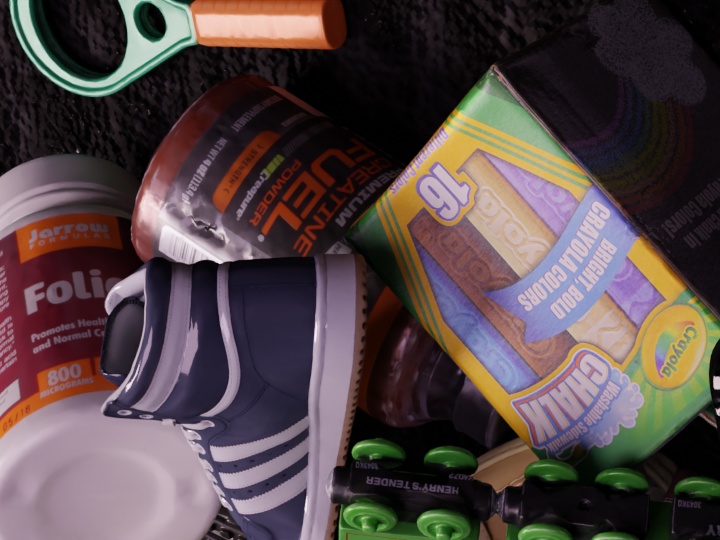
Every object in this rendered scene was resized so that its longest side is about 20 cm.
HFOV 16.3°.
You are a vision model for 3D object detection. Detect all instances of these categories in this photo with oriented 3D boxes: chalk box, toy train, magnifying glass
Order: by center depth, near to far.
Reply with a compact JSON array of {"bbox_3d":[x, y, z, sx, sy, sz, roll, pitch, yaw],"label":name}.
[{"bbox_3d":[0.084,0.104,1.015,0.199,0.042,0.057,7,148,3],"label":"toy train"},{"bbox_3d":[0.119,0.004,1.045,0.200,0.124,0.124,50,133,6],"label":"chalk box"},{"bbox_3d":[-0.091,-0.122,1.213,0.199,0.022,0.080,6,117,37],"label":"magnifying glass"}]

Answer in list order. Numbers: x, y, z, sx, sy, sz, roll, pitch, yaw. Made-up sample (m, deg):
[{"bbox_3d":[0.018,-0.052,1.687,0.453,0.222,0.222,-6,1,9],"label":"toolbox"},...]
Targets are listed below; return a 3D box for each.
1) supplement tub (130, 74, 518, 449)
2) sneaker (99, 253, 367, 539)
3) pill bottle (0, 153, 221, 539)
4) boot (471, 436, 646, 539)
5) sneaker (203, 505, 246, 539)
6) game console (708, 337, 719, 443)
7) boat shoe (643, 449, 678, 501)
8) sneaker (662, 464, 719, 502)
[{"bbox_3d":[0.000,0.000,1.148,0.199,0.107,0.107,32,129,19],"label":"supplement tub"},{"bbox_3d":[-0.060,0.065,1.080,0.108,0.070,0.201,2,137,-8],"label":"sneaker"},{"bbox_3d":[-0.133,0.041,1.205,0.201,0.113,0.115,-106,26,-48],"label":"pill bottle"},{"bbox_3d":[0.035,0.159,1.065,0.200,0.156,0.073,-33,107,22],"label":"boot"},{"bbox_3d":[-0.060,0.137,1.296,0.075,0.081,0.200,25,147,9],"label":"sneaker"},{"bbox_3d":[0.241,0.093,0.968,0.116,0.175,0.201,3,112,46],"label":"game console"},{"bbox_3d":[0.159,0.172,1.144,0.200,0.066,0.074,48,133,7],"label":"boat shoe"},{"bbox_3d":[0.214,0.139,1.085,0.199,0.116,0.076,22,168,-9],"label":"sneaker"}]
